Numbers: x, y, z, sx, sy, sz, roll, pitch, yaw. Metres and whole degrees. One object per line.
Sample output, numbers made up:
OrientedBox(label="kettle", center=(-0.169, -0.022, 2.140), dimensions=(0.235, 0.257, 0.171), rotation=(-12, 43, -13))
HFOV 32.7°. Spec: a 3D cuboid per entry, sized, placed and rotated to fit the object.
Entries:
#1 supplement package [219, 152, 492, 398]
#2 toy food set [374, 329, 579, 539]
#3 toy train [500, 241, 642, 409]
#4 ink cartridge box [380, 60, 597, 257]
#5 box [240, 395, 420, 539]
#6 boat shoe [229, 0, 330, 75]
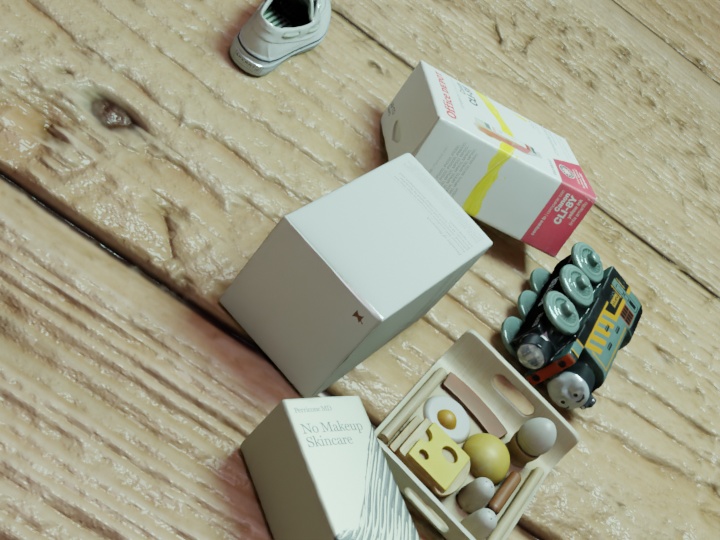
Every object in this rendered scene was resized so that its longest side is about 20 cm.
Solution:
OrientedBox(label="supplement package", center=(0.000, 0.000, 1.048), dimensions=(0.117, 0.117, 0.200), rotation=(48, 37, 8))
OrientedBox(label="toy food set", center=(0.099, 0.147, 1.038), dimensions=(0.144, 0.060, 0.200), rotation=(45, 37, 4))
OrientedBox(label="toy train", center=(0.214, 0.054, 1.220), dimensions=(0.114, 0.085, 0.200), rotation=(49, 37, -7))
OrientedBox(label="ink cartridge box", center=(0.131, -0.118, 1.286), dimensions=(0.199, 0.084, 0.145), rotation=(24, 27, -20))
OrientedBox(label="box", center=(-0.010, 0.193, 0.888), dimensions=(0.082, 0.068, 0.201), rotation=(1, 54, -41))
OrientedBox(label="boat shoe", center=(-0.068, -0.268, 1.292), dimensions=(0.073, 0.067, 0.200), rotation=(37, 37, -7))
